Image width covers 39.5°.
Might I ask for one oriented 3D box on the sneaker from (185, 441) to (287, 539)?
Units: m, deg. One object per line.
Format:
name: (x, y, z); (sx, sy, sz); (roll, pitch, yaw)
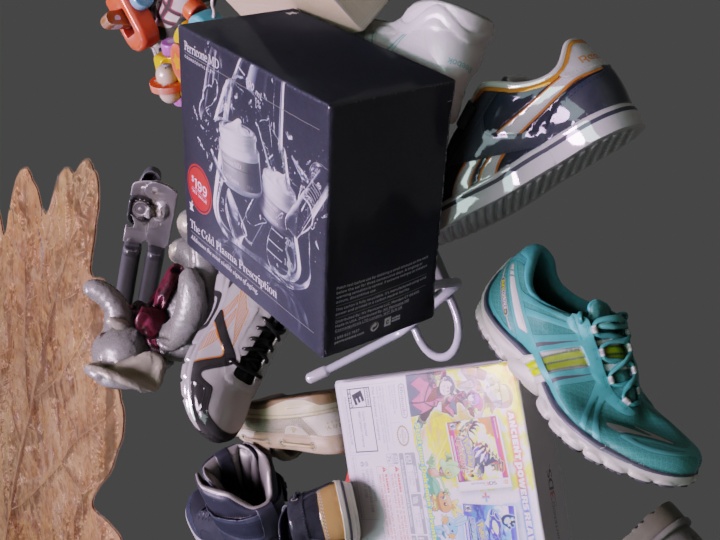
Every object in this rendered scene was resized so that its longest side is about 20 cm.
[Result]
sneaker: (-0.132, 0.226, 1.004); (0.202, 0.077, 0.147); (17, 134, 50)

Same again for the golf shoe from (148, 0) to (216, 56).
golf shoe: (-0.171, -0.273, 1.020); (0.200, 0.077, 0.088); (-8, 107, 56)

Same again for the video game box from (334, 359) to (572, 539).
video game box: (0.072, 0.173, 0.786); (0.182, 0.047, 0.201); (-12, 85, 43)

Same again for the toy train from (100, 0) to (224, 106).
toy train: (-0.192, -0.229, 0.966); (0.200, 0.056, 0.151); (0, 118, 55)

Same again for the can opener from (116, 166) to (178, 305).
can opener: (-0.255, -0.024, 1.185); (0.067, 0.053, 0.201); (-100, 23, -59)

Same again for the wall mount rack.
wall mount rack: (0.000, 0.000, 0.846); (0.174, 0.074, 0.201); (-44, 62, 47)

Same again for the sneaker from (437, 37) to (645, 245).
sneaker: (0.100, -0.085, 0.707); (0.200, 0.078, 0.080); (-32, 76, 37)

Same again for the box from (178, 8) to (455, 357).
box: (-0.040, -0.072, 0.724); (0.200, 0.104, 0.183); (34, 131, 44)

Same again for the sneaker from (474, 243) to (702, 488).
sneaker: (0.153, 0.062, 0.675); (0.200, 0.077, 0.080); (50, 123, 33)

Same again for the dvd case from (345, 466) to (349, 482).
dvd case: (0.029, 0.256, 0.899); (0.146, 0.022, 0.201); (34, 120, 42)

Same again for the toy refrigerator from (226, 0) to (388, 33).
toy refrigerator: (-0.044, -0.237, 0.805); (0.070, 0.076, 0.200); (-52, 25, -9)

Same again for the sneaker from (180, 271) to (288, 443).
sneaker: (-0.108, 0.063, 0.942); (0.080, 0.074, 0.201); (-6, 62, 38)

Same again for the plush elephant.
plush elephant: (-0.211, 0.054, 1.024); (0.165, 0.154, 0.201); (165, 91, -74)

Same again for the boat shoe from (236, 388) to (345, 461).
boat shoe: (-0.084, 0.156, 0.982); (0.200, 0.072, 0.065); (-15, 85, 46)

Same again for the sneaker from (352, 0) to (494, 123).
sneaker: (0.025, -0.146, 0.754); (0.200, 0.070, 0.081); (11, 86, 68)

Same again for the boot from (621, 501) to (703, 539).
boot: (0.209, 0.269, 0.619); (0.182, 0.072, 0.200); (-51, 60, 15)

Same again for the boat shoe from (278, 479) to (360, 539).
boat shoe: (-0.041, 0.229, 0.875); (0.200, 0.062, 0.075); (104, 154, -65)
